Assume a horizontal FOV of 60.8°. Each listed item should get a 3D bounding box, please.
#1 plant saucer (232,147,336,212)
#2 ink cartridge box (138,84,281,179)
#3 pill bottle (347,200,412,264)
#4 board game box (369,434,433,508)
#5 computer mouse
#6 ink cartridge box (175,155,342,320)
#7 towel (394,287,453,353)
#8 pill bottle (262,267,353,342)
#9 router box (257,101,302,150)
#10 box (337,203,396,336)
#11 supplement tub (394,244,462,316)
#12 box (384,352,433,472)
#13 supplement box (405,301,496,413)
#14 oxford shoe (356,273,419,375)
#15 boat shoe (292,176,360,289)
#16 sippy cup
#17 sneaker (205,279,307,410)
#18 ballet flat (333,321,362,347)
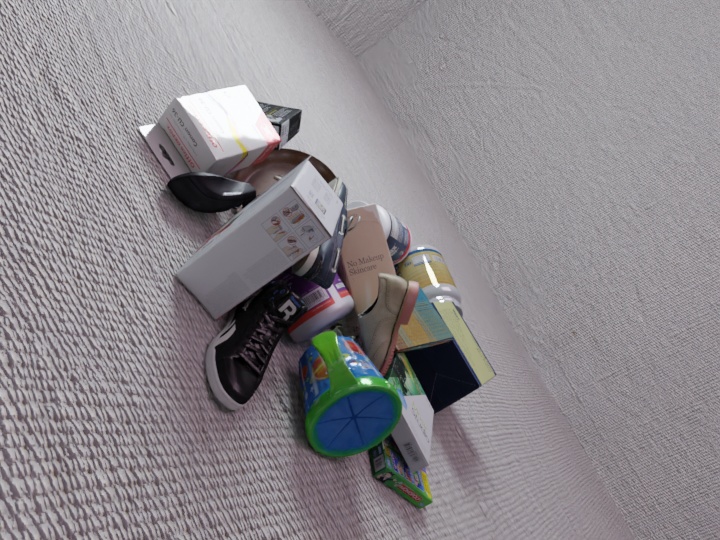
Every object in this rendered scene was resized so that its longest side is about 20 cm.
[{"bbox_3d":[-0.128,-0.127,1.079,0.198,0.032,0.202,7,60,-13],"label":"plant saucer"},{"bbox_3d":[-0.232,-0.215,0.967,0.117,0.067,0.200,55,40,0],"label":"ink cartridge box"},{"bbox_3d":[0.033,-0.092,1.483,0.200,0.119,0.120,26,34,-57],"label":"pill bottle"},{"bbox_3d":[0.056,0.279,1.031,0.135,0.029,0.201,44,21,-34],"label":"board game box"},{"bbox_3d":[-0.179,-0.113,0.922,0.199,0.139,0.047,6,74,-61],"label":"computer mouse"},{"bbox_3d":[-0.127,-0.052,0.835,0.084,0.199,0.176,51,19,-16],"label":"ink cartridge box"},{"bbox_3d":[0.085,0.085,1.163,0.199,0.022,0.147,-3,54,-52],"label":"towel"},{"bbox_3d":[-0.103,0.002,0.956,0.201,0.112,0.112,58,17,7],"label":"pill bottle"},{"bbox_3d":[-0.202,-0.283,1.163,0.148,0.052,0.200,11,22,2],"label":"router box"},{"bbox_3d":[0.000,0.000,1.018,0.078,0.094,0.202,-18,-91,66],"label":"box"},{"bbox_3d":[0.167,0.050,1.545,0.144,0.144,0.201,39,24,-43],"label":"supplement tub"},{"bbox_3d":[0.076,0.226,1.038,0.145,0.036,0.200,63,12,-7],"label":"box"},{"bbox_3d":[0.176,0.186,1.342,0.201,0.134,0.199,60,18,13],"label":"supplement box"},{"bbox_3d":[0.022,0.100,0.946,0.073,0.202,0.071,21,4,-5],"label":"oxford shoe"},{"bbox_3d":[-0.046,-0.059,0.911,0.062,0.075,0.201,35,40,-22],"label":"boat shoe"},{"bbox_3d":[-0.026,0.166,0.862,0.138,0.179,0.131,9,30,-29],"label":"sippy cup"},{"bbox_3d":[-0.123,0.075,0.771,0.073,0.111,0.201,47,19,-23],"label":"sneaker"},{"bbox_3d":[-0.018,0.104,1.090,0.074,0.074,0.201,46,17,-28],"label":"ballet flat"}]
